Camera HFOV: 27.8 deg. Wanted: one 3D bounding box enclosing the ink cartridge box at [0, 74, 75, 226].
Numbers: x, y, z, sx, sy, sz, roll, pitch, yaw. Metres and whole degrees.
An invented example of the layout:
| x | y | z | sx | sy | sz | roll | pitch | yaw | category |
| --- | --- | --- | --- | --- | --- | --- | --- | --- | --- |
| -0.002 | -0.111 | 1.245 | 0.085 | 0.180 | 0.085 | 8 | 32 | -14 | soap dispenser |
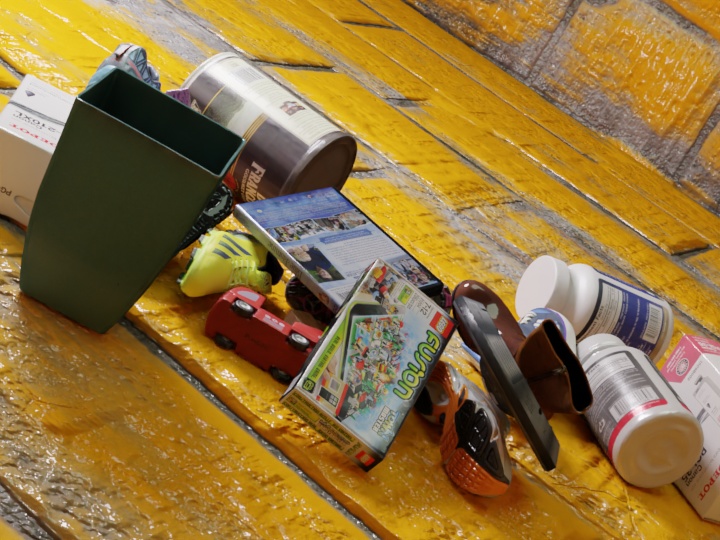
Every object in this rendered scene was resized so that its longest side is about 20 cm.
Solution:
| x | y | z | sx | sy | sz | roll | pitch | yaw | category |
| --- | --- | --- | --- | --- | --- | --- | --- | --- | --- |
| -0.316 | -0.115 | 1.523 | 0.145 | 0.084 | 0.200 | 26 | 19 | -12 | ink cartridge box |

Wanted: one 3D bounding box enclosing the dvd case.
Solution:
| x | y | z | sx | sy | sz | roll | pitch | yaw | category |
| --- | --- | --- | --- | --- | --- | --- | --- | --- | --- |
| -0.024 | -0.022 | 1.561 | 0.143 | 0.018 | 0.200 | -13 | 43 | -40 | dvd case |

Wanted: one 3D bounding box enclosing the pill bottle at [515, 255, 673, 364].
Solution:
| x | y | z | sx | sy | sz | roll | pitch | yaw | category |
| --- | --- | --- | --- | --- | --- | --- | --- | --- | --- |
| 0.319 | 0.058 | 1.997 | 0.200 | 0.116 | 0.116 | 23 | 20 | -22 | pill bottle |

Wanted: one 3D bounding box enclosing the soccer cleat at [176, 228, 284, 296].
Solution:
| x | y | z | sx | sy | sz | roll | pitch | yaw | category |
| --- | --- | --- | --- | --- | --- | --- | --- | --- | --- |
| -0.130 | -0.001 | 1.529 | 0.084 | 0.065 | 0.200 | 35 | 13 | 6 | soccer cleat |

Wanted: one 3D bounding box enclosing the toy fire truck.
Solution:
| x | y | z | sx | sy | sz | roll | pitch | yaw | category |
| --- | --- | --- | --- | --- | --- | --- | --- | --- | --- |
| -0.054 | 0.074 | 1.500 | 0.200 | 0.049 | 0.141 | 30 | 18 | 1 | toy fire truck |

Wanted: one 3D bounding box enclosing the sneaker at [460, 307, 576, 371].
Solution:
| x | y | z | sx | sy | sz | roll | pitch | yaw | category |
| --- | --- | --- | --- | --- | --- | --- | --- | --- | --- |
| 0.187 | 0.081 | 1.792 | 0.146 | 0.081 | 0.200 | 29 | 24 | -18 | sneaker |

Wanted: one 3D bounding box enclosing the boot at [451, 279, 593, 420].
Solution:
| x | y | z | sx | sy | sz | roll | pitch | yaw | category |
| --- | --- | --- | --- | --- | --- | --- | --- | --- | --- |
| 0.171 | 0.081 | 1.590 | 0.200 | 0.068 | 0.188 | 124 | -54 | -77 | boot |

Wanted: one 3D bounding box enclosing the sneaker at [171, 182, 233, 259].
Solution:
| x | y | z | sx | sy | sz | roll | pitch | yaw | category |
| --- | --- | --- | --- | --- | --- | --- | --- | --- | --- |
| -0.205 | -0.040 | 1.536 | 0.200 | 0.104 | 0.060 | -33 | 93 | -34 | sneaker |

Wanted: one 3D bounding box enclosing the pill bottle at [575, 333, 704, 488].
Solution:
| x | y | z | sx | sy | sz | roll | pitch | yaw | category |
| --- | --- | --- | --- | --- | --- | --- | --- | --- | --- |
| 0.321 | 0.160 | 1.749 | 0.111 | 0.111 | 0.200 | 21 | 21 | -25 | pill bottle |

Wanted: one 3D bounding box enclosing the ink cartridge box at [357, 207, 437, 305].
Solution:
| x | y | z | sx | sy | sz | roll | pitch | yaw | category |
| --- | --- | --- | --- | --- | --- | --- | --- | --- | --- |
| 0.000 | 0.000 | 1.586 | 0.095 | 0.037 | 0.200 | -4 | 41 | -31 | ink cartridge box |

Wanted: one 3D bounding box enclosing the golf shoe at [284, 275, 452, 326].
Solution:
| x | y | z | sx | sy | sz | roll | pitch | yaw | category |
| --- | --- | --- | --- | --- | --- | --- | --- | --- | --- |
| 0.000 | 0.040 | 1.661 | 0.200 | 0.073 | 0.092 | 7 | -15 | -26 | golf shoe |

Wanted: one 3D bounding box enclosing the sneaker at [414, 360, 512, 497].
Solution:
| x | y | z | sx | sy | sz | roll | pitch | yaw | category |
| --- | --- | --- | --- | --- | --- | --- | --- | --- | --- |
| 0.128 | 0.168 | 1.506 | 0.092 | 0.076 | 0.200 | 26 | 20 | -28 | sneaker |

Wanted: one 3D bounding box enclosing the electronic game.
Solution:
| x | y | z | sx | sy | sz | roll | pitch | yaw | category |
| --- | --- | --- | --- | --- | --- | --- | --- | --- | --- |
| 0.147 | 0.115 | 1.488 | 0.200 | 0.042 | 0.200 | 62 | 3 | -5 | electronic game |

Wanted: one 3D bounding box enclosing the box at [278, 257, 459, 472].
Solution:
| x | y | z | sx | sy | sz | roll | pitch | yaw | category |
| --- | --- | --- | --- | --- | --- | --- | --- | --- | --- |
| 0.012 | 0.088 | 1.419 | 0.110 | 0.035 | 0.200 | 39 | 47 | -7 | box |

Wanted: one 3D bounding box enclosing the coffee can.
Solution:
| x | y | z | sx | sy | sz | roll | pitch | yaw | category |
| --- | --- | --- | --- | --- | --- | --- | --- | --- | --- |
| -0.126 | -0.161 | 1.832 | 0.200 | 0.146 | 0.146 | 37 | 20 | 19 | coffee can |

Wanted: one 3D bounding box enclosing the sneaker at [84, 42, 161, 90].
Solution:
| x | y | z | sx | sy | sz | roll | pitch | yaw | category |
| --- | --- | --- | --- | --- | --- | --- | --- | --- | --- |
| -0.252 | -0.188 | 1.678 | 0.079 | 0.096 | 0.200 | 18 | -22 | 9 | sneaker |

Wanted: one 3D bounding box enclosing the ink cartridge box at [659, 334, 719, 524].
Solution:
| x | y | z | sx | sy | sz | roll | pitch | yaw | category |
| --- | --- | --- | --- | --- | --- | --- | --- | --- | --- |
| 0.435 | 0.195 | 1.775 | 0.083 | 0.147 | 0.200 | 18 | 22 | -29 | ink cartridge box |

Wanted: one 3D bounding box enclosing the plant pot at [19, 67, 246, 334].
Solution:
| x | y | z | sx | sy | sz | roll | pitch | yaw | category |
| --- | --- | --- | --- | --- | --- | --- | --- | --- | --- |
| -0.222 | -0.054 | 1.335 | 0.141 | 0.200 | 0.141 | 29 | 18 | -4 | plant pot |

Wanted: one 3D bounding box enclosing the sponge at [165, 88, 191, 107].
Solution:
| x | y | z | sx | sy | sz | roll | pitch | yaw | category |
| --- | --- | --- | --- | --- | --- | --- | --- | --- | --- |
| -0.203 | -0.148 | 1.668 | 0.030 | 0.112 | 0.200 | -11 | 6 | -6 | sponge |
